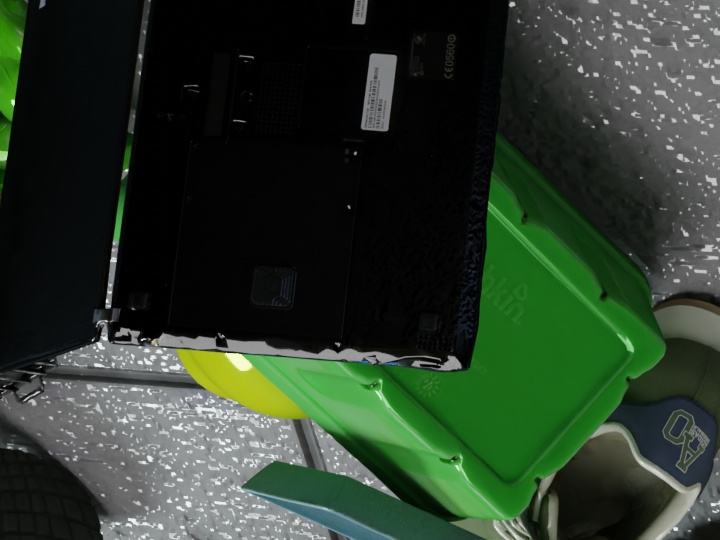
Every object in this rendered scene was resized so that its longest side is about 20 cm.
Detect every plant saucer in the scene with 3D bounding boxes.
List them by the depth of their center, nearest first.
[{"bbox_3d":[0.048,0.120,1.201,0.200,0.019,0.070,28,168,-31],"label":"plant saucer"}]

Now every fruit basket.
[{"bbox_3d":[0.000,0.000,1.180,0.216,0.156,0.216,42,178,2],"label":"fruit basket"}]

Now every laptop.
[{"bbox_3d":[-0.044,-0.049,1.063,0.199,0.178,0.103,4,168,10],"label":"laptop"}]

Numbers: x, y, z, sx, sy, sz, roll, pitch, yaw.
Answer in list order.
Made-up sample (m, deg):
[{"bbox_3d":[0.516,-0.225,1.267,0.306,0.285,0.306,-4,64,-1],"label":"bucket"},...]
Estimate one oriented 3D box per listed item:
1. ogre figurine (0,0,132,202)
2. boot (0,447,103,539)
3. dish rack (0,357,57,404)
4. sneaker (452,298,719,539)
[{"bbox_3d":[-0.160,-0.058,1.205,0.120,0.098,0.200,26,113,19],"label":"ogre figurine"},{"bbox_3d":[-0.233,0.134,1.398,0.200,0.068,0.131,3,157,-36],"label":"boot"},{"bbox_3d":[-0.242,0.051,1.328,0.200,0.055,0.153,-26,159,33],"label":"dish rack"},{"bbox_3d":[0.086,0.093,1.238,0.067,0.090,0.200,34,137,-11],"label":"sneaker"}]
